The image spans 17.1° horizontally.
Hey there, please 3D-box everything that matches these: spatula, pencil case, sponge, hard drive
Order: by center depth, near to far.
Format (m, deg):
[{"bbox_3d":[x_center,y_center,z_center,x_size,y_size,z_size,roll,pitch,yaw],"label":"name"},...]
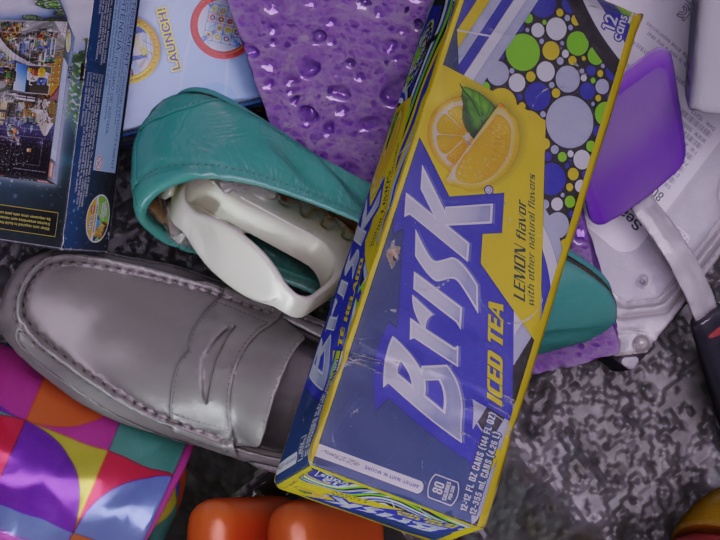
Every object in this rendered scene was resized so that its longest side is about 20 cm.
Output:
[{"bbox_3d":[0.026,-0.046,0.955,0.111,0.030,0.201,-15,110,10],"label":"sponge"},{"bbox_3d":[-0.168,0.067,0.957,0.199,0.088,0.089,20,85,-4],"label":"pencil case"},{"bbox_3d":[0.133,0.004,0.983,0.056,0.021,0.201,-35,117,-19],"label":"spatula"},{"bbox_3d":[0.119,-0.076,1.019,0.140,0.038,0.200,39,84,-2],"label":"hard drive"}]

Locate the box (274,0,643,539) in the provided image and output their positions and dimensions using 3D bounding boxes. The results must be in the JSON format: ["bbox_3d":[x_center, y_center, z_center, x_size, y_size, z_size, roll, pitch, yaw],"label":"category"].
[{"bbox_3d":[0.035,-0.008,0.863,0.070,0.064,0.201,21,74,-8],"label":"box"}]

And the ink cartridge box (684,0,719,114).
[{"bbox_3d":[0.208,-0.161,0.938,0.144,0.083,0.201,5,102,5],"label":"ink cartridge box"}]

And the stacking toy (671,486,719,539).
[{"bbox_3d":[0.162,0.134,0.981,0.146,0.146,0.201,31,68,-3],"label":"stacking toy"}]

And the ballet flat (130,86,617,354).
[{"bbox_3d":[0.000,0.000,0.918,0.199,0.067,0.071,25,53,-3],"label":"ballet flat"}]

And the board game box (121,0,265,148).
[{"bbox_3d":[-0.082,-0.158,0.993,0.195,0.056,0.201,-14,88,-6],"label":"board game box"}]

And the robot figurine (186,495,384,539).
[{"bbox_3d":[-0.029,0.191,0.946,0.143,0.117,0.201,1,87,-8],"label":"robot figurine"}]

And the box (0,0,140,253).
[{"bbox_3d":[-0.185,-0.087,0.937,0.199,0.038,0.137,9,92,23],"label":"box"}]

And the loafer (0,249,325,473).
[{"bbox_3d":[-0.042,0.039,0.925,0.199,0.070,0.070,19,77,-9],"label":"loafer"}]
